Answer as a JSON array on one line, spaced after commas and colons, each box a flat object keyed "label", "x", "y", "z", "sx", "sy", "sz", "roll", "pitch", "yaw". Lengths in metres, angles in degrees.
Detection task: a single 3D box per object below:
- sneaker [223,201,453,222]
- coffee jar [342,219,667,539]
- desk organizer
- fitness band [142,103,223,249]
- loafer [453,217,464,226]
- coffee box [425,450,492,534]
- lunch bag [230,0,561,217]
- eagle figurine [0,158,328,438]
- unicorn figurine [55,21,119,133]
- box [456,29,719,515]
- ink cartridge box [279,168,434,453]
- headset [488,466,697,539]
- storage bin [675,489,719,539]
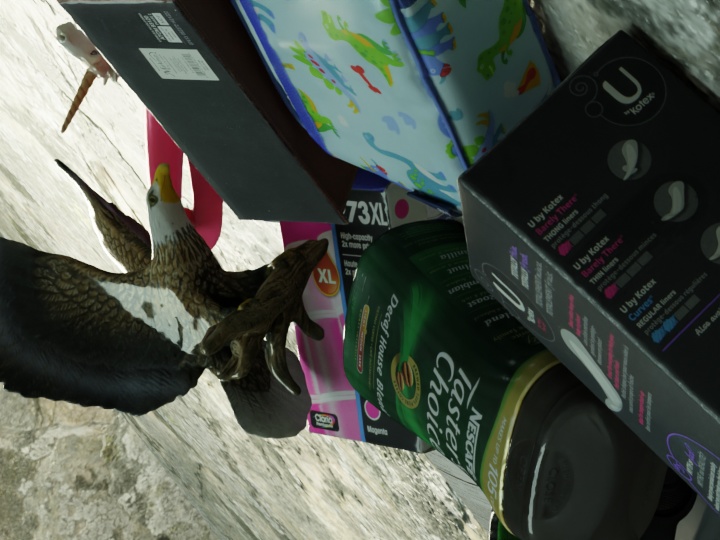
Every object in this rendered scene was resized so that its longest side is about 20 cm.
[{"label": "sneaker", "x": -0.011, "y": -0.042, "z": 1.496, "sx": 0.088, "sy": 0.075, "sz": 0.200, "roll": 47, "pitch": 157, "yaw": -26}, {"label": "coffee jar", "x": 0.073, "y": 0.059, "z": 1.235, "sx": 0.200, "sy": 0.085, "sz": 0.105, "roll": 39, "pitch": 129, "yaw": 49}, {"label": "desk organizer", "x": -0.067, "y": -0.110, "z": 1.285, "sx": 0.071, "sy": 0.077, "sz": 0.200, "roll": 3, "pitch": 150, "yaw": 31}, {"label": "fitness band", "x": -0.113, "y": -0.085, "z": 1.554, "sx": 0.200, "sy": 0.037, "sz": 0.145, "roll": 139, "pitch": 126, "yaw": -78}, {"label": "loafer", "x": 0.071, "y": -0.044, "z": 1.277, "sx": 0.200, "sy": 0.070, "sz": 0.070, "roll": 34, "pitch": 154, "yaw": 46}, {"label": "coffee box", "x": 0.110, "y": 0.102, "z": 1.497, "sx": 0.200, "sy": 0.114, "sz": 0.080, "roll": 53, "pitch": 167, "yaw": -17}, {"label": "lunch bag", "x": 0.005, "y": -0.124, "z": 1.184, "sx": 0.160, "sy": 0.082, "sz": 0.200, "roll": 28, "pitch": 157, "yaw": 39}, {"label": "eagle figurine", "x": -0.118, "y": 0.009, "z": 1.406, "sx": 0.199, "sy": 0.152, "sz": 0.152, "roll": 2, "pitch": 166, "yaw": 32}, {"label": "unicorn figurine", "x": -0.184, "y": -0.206, "z": 1.595, "sx": 0.138, "sy": 0.074, "sz": 0.200, "roll": 55, "pitch": -157, "yaw": -26}, {"label": "box", "x": 0.149, "y": 0.012, "z": 1.090, "sx": 0.200, "sy": 0.106, "sz": 0.122, "roll": 44, "pitch": 168, "yaw": 18}, {"label": "ink cartridge box", "x": 0.000, "y": 0.000, "z": 1.400, "sx": 0.094, "sy": 0.037, "sz": 0.201, "roll": 6, "pitch": 107, "yaw": 46}, {"label": "headset", "x": 0.113, "y": 0.095, "z": 1.299, "sx": 0.094, "sy": 0.201, "sz": 0.123, "roll": 15, "pitch": 178, "yaw": -35}, {"label": "storage bin", "x": 0.175, "y": 0.156, "z": 1.369, "sx": 0.145, "sy": 0.135, "sz": 0.200, "roll": 17, "pitch": -174, "yaw": -32}]
